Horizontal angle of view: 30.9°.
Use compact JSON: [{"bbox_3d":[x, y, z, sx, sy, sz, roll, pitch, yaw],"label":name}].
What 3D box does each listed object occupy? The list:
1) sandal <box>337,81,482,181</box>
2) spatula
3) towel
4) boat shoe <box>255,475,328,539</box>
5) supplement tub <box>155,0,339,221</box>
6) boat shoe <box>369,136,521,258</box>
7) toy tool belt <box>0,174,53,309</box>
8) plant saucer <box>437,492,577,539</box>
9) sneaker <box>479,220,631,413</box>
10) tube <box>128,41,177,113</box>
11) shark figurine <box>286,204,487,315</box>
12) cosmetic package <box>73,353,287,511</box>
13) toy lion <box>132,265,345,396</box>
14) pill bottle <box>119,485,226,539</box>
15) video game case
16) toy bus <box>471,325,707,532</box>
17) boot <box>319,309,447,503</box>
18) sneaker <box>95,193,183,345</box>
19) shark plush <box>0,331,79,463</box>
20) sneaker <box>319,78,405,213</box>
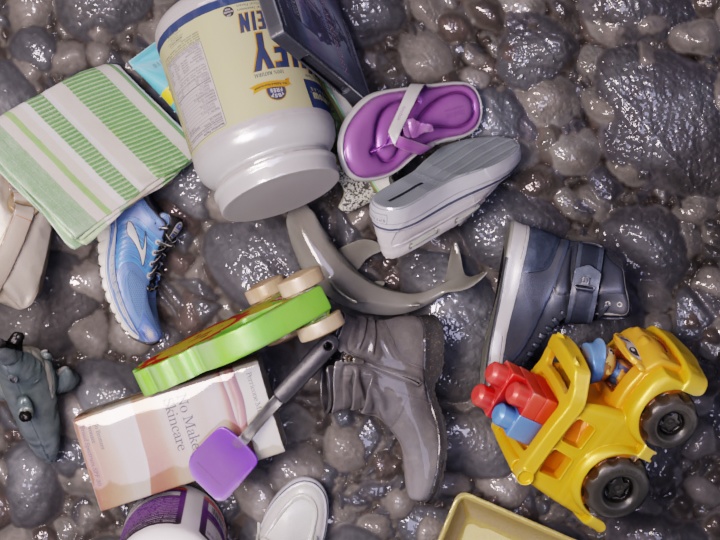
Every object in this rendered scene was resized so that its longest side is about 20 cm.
[{"bbox_3d":[0.057,-0.153,1.320,0.202,0.049,0.083,-29,103,-37],"label":"sandal"},{"bbox_3d":[-0.092,0.139,1.295,0.056,0.021,0.200,42,84,-5],"label":"spatula"},{"bbox_3d":[-0.266,-0.122,1.298,0.153,0.023,0.200,45,46,3],"label":"towel"},{"bbox_3d":[-0.091,0.314,1.357,0.074,0.086,0.204,28,90,-3],"label":"boat shoe"},{"bbox_3d":[-0.108,-0.165,1.274,0.143,0.145,0.202,-19,78,-2],"label":"supplement tub"},{"bbox_3d":[0.086,-0.077,1.350,0.198,0.073,0.068,-26,129,-29],"label":"boat shoe"},{"bbox_3d":[-0.369,-0.067,1.315,0.121,0.125,0.203,11,91,-12],"label":"toy tool belt"},{"bbox_3d":[0.153,0.360,1.390,0.198,0.048,0.202,23,90,-3],"label":"plant saucer"},{"bbox_3d":[0.205,0.063,1.369,0.144,0.077,0.205,13,90,-1],"label":"sneaker"},{"bbox_3d":[-0.151,-0.163,1.364,0.077,0.050,0.201,-38,88,-16],"label":"tube"},{"bbox_3d":[0.014,0.018,1.352,0.212,0.090,0.130,16,99,-5],"label":"shark figurine"},{"bbox_3d":[-0.183,0.165,1.347,0.197,0.087,0.105,-19,92,-2],"label":"cosmetic package"},{"bbox_3d":[-0.133,0.069,1.298,0.190,0.200,0.069,-27,95,-21],"label":"toy lion"},{"bbox_3d":[-0.189,0.293,1.290,0.110,0.200,0.113,-1,98,-4],"label":"pill bottle"},{"bbox_3d":[-0.053,-0.250,1.270,0.019,0.200,0.145,-25,68,19],"label":"video game case"},{"bbox_3d":[0.217,0.130,1.308,0.190,0.136,0.201,28,107,-21],"label":"toy bus"},{"bbox_3d":[0.018,0.142,1.349,0.130,0.070,0.203,0,84,-24],"label":"boot"},{"bbox_3d":[-0.225,-0.023,1.345,0.088,0.079,0.203,-9,92,0],"label":"sneaker"},{"bbox_3d":[-0.325,0.118,1.299,0.089,0.201,0.084,-1,60,-13],"label":"shark plush"},{"bbox_3d":[-0.036,-0.146,1.359,0.088,0.077,0.201,-32,89,14],"label":"sneaker"}]
